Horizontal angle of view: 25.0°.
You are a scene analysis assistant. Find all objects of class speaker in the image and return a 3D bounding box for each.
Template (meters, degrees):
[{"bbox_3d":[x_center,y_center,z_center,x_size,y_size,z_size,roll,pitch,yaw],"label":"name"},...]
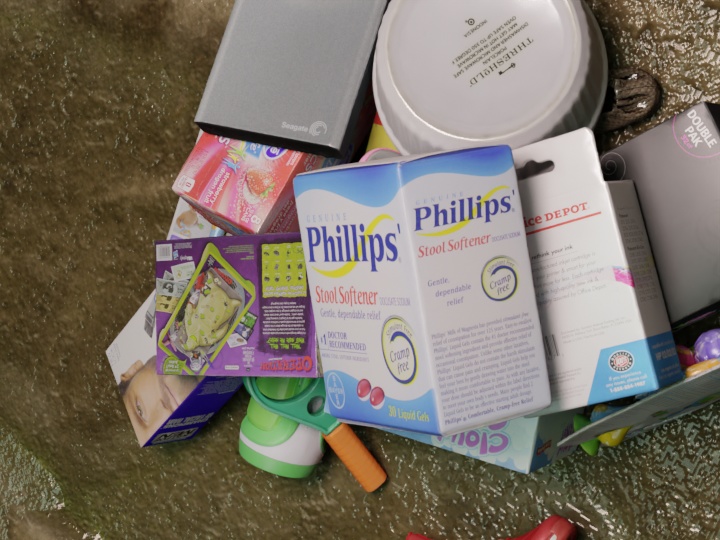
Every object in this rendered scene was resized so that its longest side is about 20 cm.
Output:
[{"bbox_3d":[-0.049,0.084,1.495,0.088,0.088,0.202,23,102,25],"label":"speaker"}]

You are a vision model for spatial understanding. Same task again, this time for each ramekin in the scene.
[{"bbox_3d":[0.102,-0.170,1.320,0.200,0.094,0.205,-2,80,9],"label":"ramekin"}]

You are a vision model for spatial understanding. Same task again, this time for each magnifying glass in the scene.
[{"bbox_3d":[-0.036,0.125,1.453,0.079,0.201,0.022,-41,32,-8],"label":"magnifying glass"}]

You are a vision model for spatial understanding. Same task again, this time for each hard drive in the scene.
[{"bbox_3d":[-0.049,-0.202,1.404,0.138,0.033,0.202,12,76,21],"label":"hard drive"}]

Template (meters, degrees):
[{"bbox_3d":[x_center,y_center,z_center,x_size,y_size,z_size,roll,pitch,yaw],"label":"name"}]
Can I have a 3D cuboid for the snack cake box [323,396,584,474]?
[{"bbox_3d":[0.083,0.110,1.409,0.198,0.115,0.068,14,98,27],"label":"snack cake box"}]

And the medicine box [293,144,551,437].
[{"bbox_3d":[0.043,0.013,1.247,0.182,0.102,0.202,-1,100,62],"label":"medicine box"}]

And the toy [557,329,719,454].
[{"bbox_3d":[0.258,0.086,1.310,0.199,0.115,0.048,-33,68,25],"label":"toy"}]

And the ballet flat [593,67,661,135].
[{"bbox_3d":[0.161,-0.129,1.396,0.198,0.046,0.068,-14,85,28],"label":"ballet flat"}]

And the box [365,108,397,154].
[{"bbox_3d":[0.051,-0.146,1.439,0.050,0.075,0.202,20,102,26],"label":"box"}]

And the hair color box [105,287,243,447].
[{"bbox_3d":[-0.159,0.071,1.519,0.200,0.064,0.110,-48,59,46],"label":"hair color box"}]

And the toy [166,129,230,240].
[{"bbox_3d":[-0.129,-0.076,1.551,0.114,0.047,0.202,21,102,24],"label":"toy"}]

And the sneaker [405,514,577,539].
[{"bbox_3d":[0.092,0.259,1.432,0.116,0.078,0.200,48,110,17],"label":"sneaker"}]

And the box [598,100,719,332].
[{"bbox_3d":[0.238,-0.026,1.315,0.199,0.124,0.150,-28,80,25],"label":"box"}]

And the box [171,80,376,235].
[{"bbox_3d":[-0.065,-0.123,1.454,0.102,0.095,0.201,26,82,24],"label":"box"}]

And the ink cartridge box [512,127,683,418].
[{"bbox_3d":[0.163,0.002,1.249,0.114,0.068,0.202,-15,86,29],"label":"ink cartridge box"}]

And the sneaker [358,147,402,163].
[{"bbox_3d":[0.000,0.000,1.383,0.095,0.078,0.202,-7,74,57],"label":"sneaker"}]

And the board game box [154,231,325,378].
[{"bbox_3d":[-0.101,0.030,1.385,0.199,0.032,0.121,-2,84,42],"label":"board game box"}]
